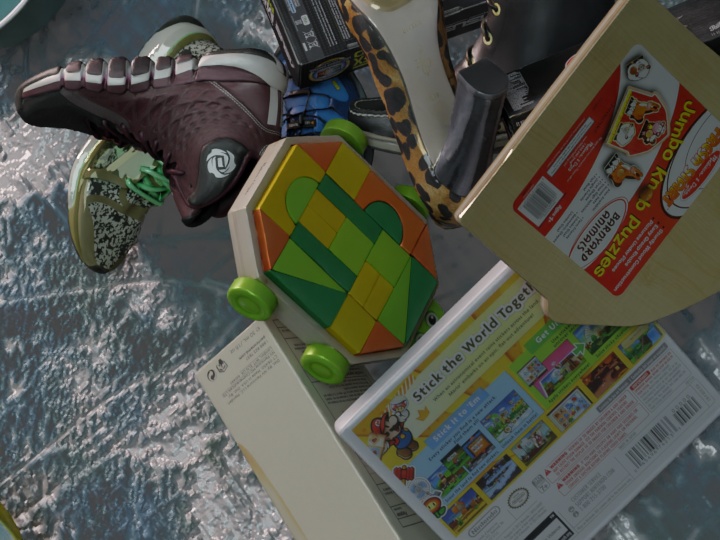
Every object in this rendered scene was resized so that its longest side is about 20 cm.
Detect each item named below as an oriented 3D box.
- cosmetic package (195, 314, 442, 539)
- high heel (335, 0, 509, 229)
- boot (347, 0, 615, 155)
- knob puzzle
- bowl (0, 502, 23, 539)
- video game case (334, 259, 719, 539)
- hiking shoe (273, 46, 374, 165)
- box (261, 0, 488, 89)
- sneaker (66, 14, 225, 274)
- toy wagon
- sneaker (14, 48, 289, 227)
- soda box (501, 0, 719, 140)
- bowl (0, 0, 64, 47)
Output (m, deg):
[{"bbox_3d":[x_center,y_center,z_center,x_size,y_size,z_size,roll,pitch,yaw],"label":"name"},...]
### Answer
[{"bbox_3d":[-0.016,0.130,1.152,0.071,0.105,0.201,-40,71,22],"label":"cosmetic package"},{"bbox_3d":[0.024,-0.126,1.122,0.071,0.143,0.200,-21,55,-25],"label":"high heel"},{"bbox_3d":[0.085,-0.159,1.152,0.202,0.074,0.155,0,111,11],"label":"boot"},{"bbox_3d":[0.174,-0.053,1.057,0.220,0.219,0.030,-55,31,3],"label":"knob puzzle"},{"bbox_3d":[-0.340,0.205,1.234,0.200,0.200,0.108,-37,30,9],"label":"bowl"},{"bbox_3d":[0.113,0.094,1.100,0.200,0.023,0.182,-44,108,1],"label":"video game case"},{"bbox_3d":[-0.030,-0.078,1.200,0.074,0.087,0.202,-14,78,15],"label":"hiking shoe"},{"bbox_3d":[-0.006,-0.248,1.212,0.159,0.044,0.201,-20,76,-10],"label":"box"},{"bbox_3d":[-0.145,-0.086,1.233,0.088,0.077,0.201,26,91,39],"label":"sneaker"},{"bbox_3d":[0.000,0.000,1.139,0.039,0.200,0.156,-18,36,51],"label":"toy wagon"},{"bbox_3d":[-0.146,-0.086,1.171,0.198,0.076,0.117,-5,83,14],"label":"sneaker"},{"bbox_3d":[0.189,-0.119,1.085,0.198,0.071,0.063,-21,32,3],"label":"soda box"},{"bbox_3d":[-0.297,-0.250,1.303,0.199,0.105,0.203,-3,80,18],"label":"bowl"}]
